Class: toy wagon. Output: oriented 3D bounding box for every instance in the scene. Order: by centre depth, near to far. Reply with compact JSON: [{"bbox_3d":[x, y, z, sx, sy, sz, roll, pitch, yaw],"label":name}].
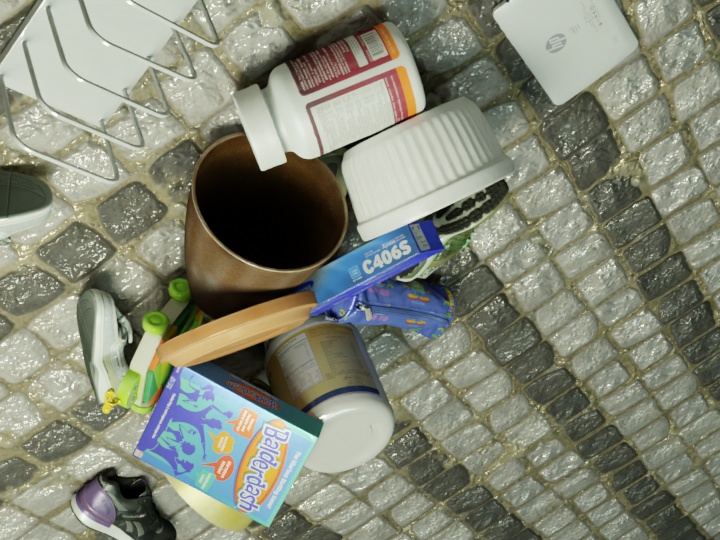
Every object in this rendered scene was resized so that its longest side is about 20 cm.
[{"bbox_3d":[-0.255,0.110,1.519,0.039,0.201,0.156,23,130,7],"label":"toy wagon"}]

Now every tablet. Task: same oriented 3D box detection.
[{"bbox_3d":[0.251,-0.292,1.479,0.129,0.014,0.200,-36,138,11],"label":"tablet"}]

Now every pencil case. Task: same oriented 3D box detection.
[{"bbox_3d":[0.040,0.044,1.664,0.198,0.087,0.079,12,111,-37],"label":"pencil case"}]

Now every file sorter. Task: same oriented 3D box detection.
[{"bbox_3d":[-0.251,-0.210,1.220,0.138,0.125,0.200,21,121,-41],"label":"file sorter"}]

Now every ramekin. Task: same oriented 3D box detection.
[{"bbox_3d":[0.071,-0.123,1.432,0.198,0.106,0.200,-25,-178,1],"label":"ramekin"}]

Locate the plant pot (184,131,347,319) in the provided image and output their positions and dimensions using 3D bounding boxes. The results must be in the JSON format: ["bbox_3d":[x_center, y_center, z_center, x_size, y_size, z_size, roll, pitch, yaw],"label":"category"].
[{"bbox_3d":[-0.134,-0.029,1.448,0.184,0.189,0.200,-2,150,-25],"label":"plant pot"}]

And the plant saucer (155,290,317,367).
[{"bbox_3d":[-0.142,0.073,1.436,0.198,0.033,0.200,-21,175,-2],"label":"plant saucer"}]

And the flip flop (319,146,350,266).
[{"bbox_3d":[-0.045,-0.067,1.525,0.080,0.058,0.202,-4,134,-24],"label":"flip flop"}]

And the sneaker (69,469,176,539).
[{"bbox_3d":[-0.328,0.358,1.812,0.087,0.076,0.199,-43,137,10],"label":"sneaker"}]

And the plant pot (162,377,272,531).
[{"bbox_3d":[-0.169,0.229,1.664,0.142,0.201,0.200,-41,137,12],"label":"plant pot"}]

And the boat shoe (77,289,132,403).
[{"bbox_3d":[-0.313,0.091,1.533,0.064,0.075,0.203,-17,143,-19],"label":"boat shoe"}]

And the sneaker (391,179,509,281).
[{"bbox_3d":[0.122,-0.055,1.627,0.199,0.078,0.088,-38,151,21],"label":"sneaker"}]

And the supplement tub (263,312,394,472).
[{"bbox_3d":[-0.048,0.152,1.640,0.142,0.201,0.146,-13,137,-13],"label":"supplement tub"}]

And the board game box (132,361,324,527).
[{"bbox_3d":[-0.166,0.211,1.531,0.198,0.045,0.153,27,113,-3],"label":"board game box"}]

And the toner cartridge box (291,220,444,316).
[{"bbox_3d":[0.000,0.000,1.528,0.198,0.044,0.095,-27,172,22],"label":"toner cartridge box"}]

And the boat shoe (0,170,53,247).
[{"bbox_3d":[-0.432,-0.054,1.332,0.199,0.075,0.065,-14,144,-8],"label":"boat shoe"}]

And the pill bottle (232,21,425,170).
[{"bbox_3d":[-0.036,-0.191,1.361,0.198,0.110,0.110,-22,139,-4],"label":"pill bottle"}]
